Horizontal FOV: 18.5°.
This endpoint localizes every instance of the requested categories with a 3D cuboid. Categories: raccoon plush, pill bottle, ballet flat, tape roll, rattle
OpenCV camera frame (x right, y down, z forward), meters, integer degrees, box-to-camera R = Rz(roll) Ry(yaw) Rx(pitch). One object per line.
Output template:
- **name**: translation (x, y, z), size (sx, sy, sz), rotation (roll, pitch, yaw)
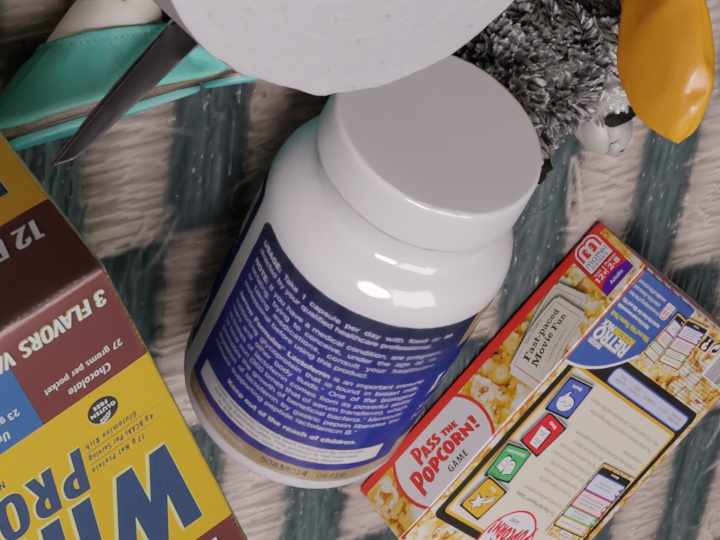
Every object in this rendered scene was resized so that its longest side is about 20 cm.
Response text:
- **raccoon plush**: translation (0.085, -0.126, 1.010), size (0.134, 0.097, 0.201), rotation (-36, 140, -20)
- **pill bottle**: translation (0.000, 0.000, 0.985), size (0.115, 0.116, 0.200), rotation (-12, 149, -31)
- **ballet flat**: translation (-0.075, -0.102, 0.923), size (0.199, 0.067, 0.071), rotation (-17, 97, -31)
- **tape roll**: translation (-0.004, -0.168, 0.811), size (0.199, 0.066, 0.202), rotation (-21, 131, -26)
- **rattle**: translation (0.179, -0.148, 0.993), size (0.130, 0.143, 0.199), rotation (-41, 163, 28)

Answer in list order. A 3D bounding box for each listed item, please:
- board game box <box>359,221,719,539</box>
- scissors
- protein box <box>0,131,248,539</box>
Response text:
- **board game box**: translation (0.115, 0.086, 1.244), size (0.200, 0.046, 0.151), rotation (-48, 140, 6)
- **scissors**: translation (-0.065, -0.110, 0.889), size (0.199, 0.073, 0.014), rotation (-33, 174, -32)
- **protein box**: translation (-0.166, 0.040, 0.858), size (0.134, 0.200, 0.199), rotation (-34, 139, -11)
